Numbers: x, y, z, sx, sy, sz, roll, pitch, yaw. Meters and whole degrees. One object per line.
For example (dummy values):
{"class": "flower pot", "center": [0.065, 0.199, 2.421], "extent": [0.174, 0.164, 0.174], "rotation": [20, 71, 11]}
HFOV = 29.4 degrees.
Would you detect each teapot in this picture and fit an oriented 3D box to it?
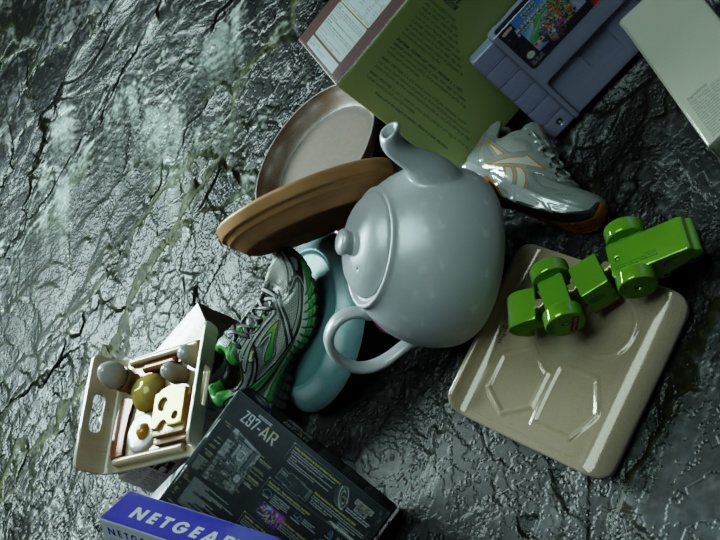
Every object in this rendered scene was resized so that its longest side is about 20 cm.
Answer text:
{"class": "teapot", "center": [0.043, -0.015, 1.365], "extent": [0.197, 0.145, 0.201], "rotation": [140, 131, -61]}

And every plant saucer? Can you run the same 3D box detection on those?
{"class": "plant saucer", "center": [-0.056, 0.055, 1.519], "extent": [0.200, 0.027, 0.201], "rotation": [-27, 58, 53]}
{"class": "plant saucer", "center": [-0.053, -0.062, 1.444], "extent": [0.200, 0.200, 0.038], "rotation": [-27, 82, 31]}
{"class": "plant saucer", "center": [-0.047, -0.134, 1.648], "extent": [0.200, 0.032, 0.201], "rotation": [-32, 40, 31]}

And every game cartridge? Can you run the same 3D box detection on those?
{"class": "game cartridge", "center": [0.221, -0.247, 1.392], "extent": [0.200, 0.129, 0.038], "rotation": [-47, 23, 15]}

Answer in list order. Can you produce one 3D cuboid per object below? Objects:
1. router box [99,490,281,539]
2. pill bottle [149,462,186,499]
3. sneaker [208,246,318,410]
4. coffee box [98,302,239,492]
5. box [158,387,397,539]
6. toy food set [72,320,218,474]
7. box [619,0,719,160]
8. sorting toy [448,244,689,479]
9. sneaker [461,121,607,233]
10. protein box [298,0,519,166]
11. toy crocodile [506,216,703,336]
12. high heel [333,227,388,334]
{"class": "router box", "center": [-0.155, 0.327, 1.374], "extent": [0.199, 0.180, 0.049], "rotation": [9, 34, 33]}
{"class": "pill bottle", "center": [-0.184, 0.280, 1.500], "extent": [0.200, 0.114, 0.114], "rotation": [-44, 44, 16]}
{"class": "sneaker", "center": [-0.105, 0.070, 1.488], "extent": [0.078, 0.085, 0.201], "rotation": [35, 110, 58]}
{"class": "coffee box", "center": [-0.209, 0.153, 1.622], "extent": [0.200, 0.080, 0.113], "rotation": [-48, 42, 14]}
{"class": "box", "center": [-0.089, 0.242, 1.394], "extent": [0.200, 0.044, 0.161], "rotation": [37, 97, 9]}
{"class": "toy food set", "center": [-0.246, 0.144, 1.555], "extent": [0.199, 0.060, 0.144], "rotation": [-18, 56, 39]}
{"class": "box", "center": [0.329, -0.189, 1.297], "extent": [0.082, 0.068, 0.201], "rotation": [-40, 45, 21]}
{"class": "sorting toy", "center": [0.197, 0.083, 1.303], "extent": [0.199, 0.036, 0.186], "rotation": [22, 84, 44]}
{"class": "sneaker", "center": [0.178, -0.103, 1.389], "extent": [0.200, 0.076, 0.092], "rotation": [26, 90, 48]}
{"class": "protein box", "center": [0.083, -0.249, 1.467], "extent": [0.200, 0.198, 0.135], "rotation": [-49, 36, 11]}
{"class": "toy crocodile", "center": [0.221, 0.010, 1.260], "extent": [0.199, 0.062, 0.068], "rotation": [-29, 52, 20]}
{"class": "high heel", "center": [0.000, 0.000, 1.522], "extent": [0.096, 0.067, 0.201], "rotation": [-42, 49, 38]}
